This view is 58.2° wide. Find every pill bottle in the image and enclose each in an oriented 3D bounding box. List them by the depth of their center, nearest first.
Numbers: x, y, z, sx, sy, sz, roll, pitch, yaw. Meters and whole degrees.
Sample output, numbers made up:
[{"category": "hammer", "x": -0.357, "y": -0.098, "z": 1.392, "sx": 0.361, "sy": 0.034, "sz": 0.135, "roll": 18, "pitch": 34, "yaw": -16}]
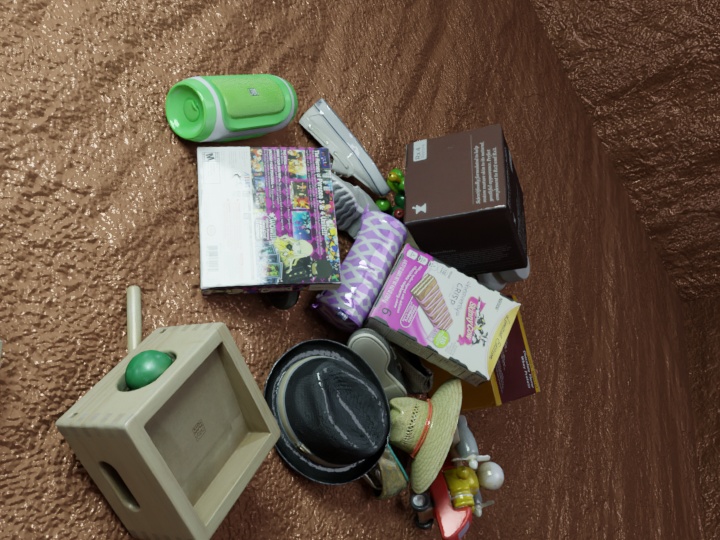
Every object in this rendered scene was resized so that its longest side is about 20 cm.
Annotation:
[{"category": "pill bottle", "x": 0.210, "y": -0.002, "z": 1.231, "sx": 0.109, "sy": 0.200, "sz": 0.110, "roll": 28, "pitch": 53, "yaw": -45}]

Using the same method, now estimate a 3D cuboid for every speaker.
[{"category": "speaker", "x": -0.175, "y": -0.231, "z": 0.912, "sx": 0.200, "sy": 0.088, "sz": 0.089, "roll": -29, "pitch": 98, "yaw": -55}]

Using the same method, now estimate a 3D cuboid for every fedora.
[{"category": "fedora", "x": -0.027, "y": 0.183, "z": 0.859, "sx": 0.200, "sy": 0.092, "sz": 0.201, "roll": 8, "pitch": 73, "yaw": -27}]

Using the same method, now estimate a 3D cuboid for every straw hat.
[{"category": "straw hat", "x": 0.077, "y": 0.239, "z": 1.004, "sx": 0.085, "sy": 0.201, "sz": 0.201, "roll": 22, "pitch": 48, "yaw": -4}]

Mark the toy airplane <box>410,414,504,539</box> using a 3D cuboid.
[{"category": "toy airplane", "x": 0.164, "y": 0.324, "z": 1.063, "sx": 0.200, "sy": 0.141, "sz": 0.200, "roll": 5, "pitch": 85, "yaw": -75}]

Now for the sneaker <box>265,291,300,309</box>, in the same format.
[{"category": "sneaker", "x": -0.094, "y": -0.040, "z": 0.940, "sx": 0.114, "sy": 0.076, "sz": 0.200, "roll": 9, "pitch": 62, "yaw": -45}]

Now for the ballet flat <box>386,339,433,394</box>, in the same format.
[{"category": "ballet flat", "x": 0.070, "y": 0.132, "z": 1.110, "sx": 0.200, "sy": 0.046, "sz": 0.067, "roll": 58, "pitch": 36, "yaw": -18}]

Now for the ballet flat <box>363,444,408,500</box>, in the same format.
[{"category": "ballet flat", "x": 0.005, "y": 0.250, "z": 0.960, "sx": 0.071, "sy": 0.071, "sz": 0.200, "roll": -33, "pitch": 100, "yaw": -55}]

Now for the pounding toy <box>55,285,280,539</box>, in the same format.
[{"category": "pounding toy", "x": -0.206, "y": 0.140, "z": 0.677, "sx": 0.184, "sy": 0.142, "sz": 0.200, "roll": -53, "pitch": 128, "yaw": -50}]

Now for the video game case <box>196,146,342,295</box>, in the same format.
[{"category": "video game case", "x": -0.123, "y": -0.069, "z": 0.860, "sx": 0.181, "sy": 0.036, "sz": 0.201, "roll": -3, "pitch": 72, "yaw": -13}]

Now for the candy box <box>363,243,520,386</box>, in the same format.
[{"category": "candy box", "x": 0.124, "y": 0.068, "z": 0.985, "sx": 0.200, "sy": 0.061, "sz": 0.137, "roll": 28, "pitch": 69, "yaw": 0}]

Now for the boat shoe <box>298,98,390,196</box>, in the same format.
[{"category": "boat shoe", "x": -0.029, "y": -0.196, "z": 1.114, "sx": 0.200, "sy": 0.070, "sz": 0.071, "roll": 48, "pitch": 10, "yaw": -23}]

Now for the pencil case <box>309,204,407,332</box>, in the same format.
[{"category": "pencil case", "x": 0.000, "y": 0.000, "z": 1.009, "sx": 0.085, "sy": 0.084, "sz": 0.200, "roll": 29, "pitch": 65, "yaw": 0}]

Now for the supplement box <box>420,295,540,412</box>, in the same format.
[{"category": "supplement box", "x": 0.221, "y": 0.157, "z": 1.231, "sx": 0.200, "sy": 0.133, "sz": 0.198, "roll": 2, "pitch": 73, "yaw": -53}]

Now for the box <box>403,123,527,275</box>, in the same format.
[{"category": "box", "x": 0.181, "y": -0.107, "z": 1.093, "sx": 0.200, "sy": 0.164, "sz": 0.166, "roll": 51, "pitch": 37, "yaw": -54}]

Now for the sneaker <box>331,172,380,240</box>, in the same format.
[{"category": "sneaker", "x": -0.028, "y": -0.112, "z": 1.089, "sx": 0.200, "sy": 0.075, "sz": 0.082, "roll": 40, "pitch": 28, "yaw": -43}]

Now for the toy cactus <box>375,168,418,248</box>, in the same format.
[{"category": "toy cactus", "x": 0.097, "y": -0.117, "z": 1.239, "sx": 0.200, "sy": 0.102, "sz": 0.165, "roll": -40, "pitch": 119, "yaw": -65}]

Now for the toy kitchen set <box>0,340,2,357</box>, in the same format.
[{"category": "toy kitchen set", "x": -0.402, "y": 0.037, "z": 0.486, "sx": 0.200, "sy": 0.180, "sz": 0.164, "roll": 95, "pitch": -8, "yaw": -73}]

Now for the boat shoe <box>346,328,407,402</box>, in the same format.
[{"category": "boat shoe", "x": 0.023, "y": 0.140, "z": 1.008, "sx": 0.200, "sy": 0.067, "sz": 0.057, "roll": 63, "pitch": 12, "yaw": -46}]
